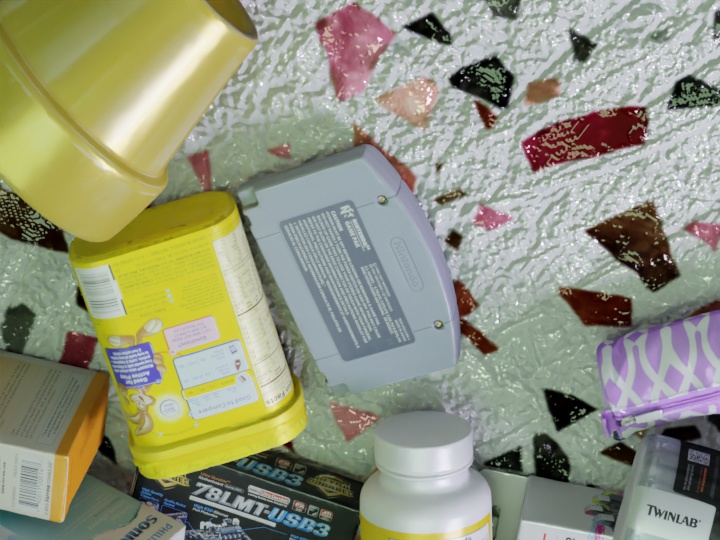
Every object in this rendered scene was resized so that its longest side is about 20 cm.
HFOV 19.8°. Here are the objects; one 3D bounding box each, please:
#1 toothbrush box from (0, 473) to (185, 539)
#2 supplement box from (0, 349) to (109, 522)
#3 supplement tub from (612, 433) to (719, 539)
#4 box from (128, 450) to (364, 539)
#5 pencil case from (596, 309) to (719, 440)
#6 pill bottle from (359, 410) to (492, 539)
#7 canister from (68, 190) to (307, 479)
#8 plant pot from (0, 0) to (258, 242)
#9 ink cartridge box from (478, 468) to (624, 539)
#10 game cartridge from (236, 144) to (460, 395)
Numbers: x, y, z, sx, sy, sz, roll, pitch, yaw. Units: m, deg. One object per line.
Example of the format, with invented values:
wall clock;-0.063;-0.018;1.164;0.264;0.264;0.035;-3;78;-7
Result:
toothbrush box;-0.270;0.238;1.734;0.199;0.146;0.086;23;123;20
supplement box;-0.324;0.127;1.726;0.199;0.126;0.074;13;122;5
supplement tub;0.301;0.209;1.604;0.199;0.123;0.123;15;121;6
box;-0.110;0.241;1.793;0.199;0.050;0.199;17;120;2
pencil case;0.278;0.075;1.602;0.199;0.086;0.084;-17;115;18
pill bottle;0.055;0.224;1.707;0.111;0.111;0.201;1;108;10
canister;-0.138;0.051;1.657;0.148;0.087;0.201;-16;114;0
plant pot;-0.185;-0.155;1.509;0.189;0.201;0.201;-40;106;12
ink cartridge box;0.186;0.245;1.725;0.199;0.068;0.116;10;120;6
game cartridge;0.000;0.000;1.643;0.132;0.042;0.201;-18;114;15
